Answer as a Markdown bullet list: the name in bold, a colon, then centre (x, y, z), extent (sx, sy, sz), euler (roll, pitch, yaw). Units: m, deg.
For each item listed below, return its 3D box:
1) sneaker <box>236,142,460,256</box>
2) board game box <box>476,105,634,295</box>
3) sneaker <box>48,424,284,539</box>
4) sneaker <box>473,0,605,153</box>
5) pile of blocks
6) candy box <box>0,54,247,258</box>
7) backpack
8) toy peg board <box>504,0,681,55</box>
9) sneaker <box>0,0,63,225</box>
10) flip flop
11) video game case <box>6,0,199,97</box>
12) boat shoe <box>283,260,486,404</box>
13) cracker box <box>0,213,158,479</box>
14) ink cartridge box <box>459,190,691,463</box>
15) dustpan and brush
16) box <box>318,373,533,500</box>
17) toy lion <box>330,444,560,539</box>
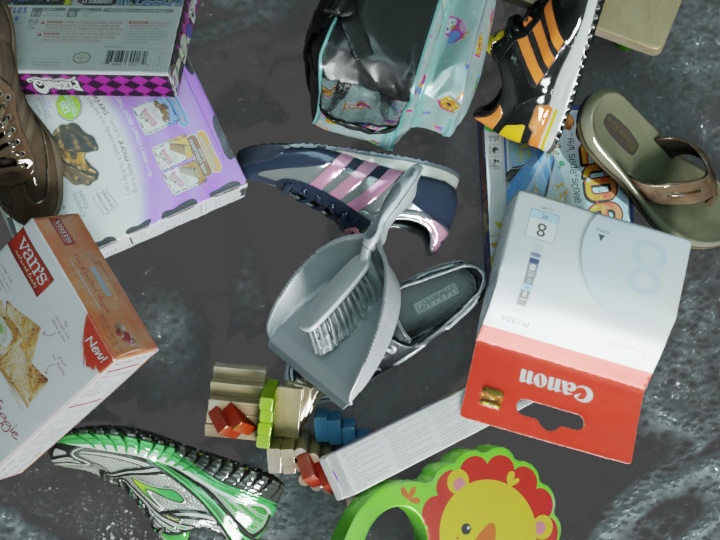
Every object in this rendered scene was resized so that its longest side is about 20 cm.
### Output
- **sneaker**: centre (-0.013, -0.063, 1.177), extent (0.199, 0.070, 0.082), euler (8, 81, -3)
- **board game box**: centre (0.178, -0.048, 1.211), extent (0.135, 0.034, 0.201), euler (-2, 84, -6)
- **sneaker**: centre (-0.170, 0.184, 1.131), extent (0.200, 0.078, 0.085), euler (20, 84, -3)
- **sneaker**: centre (0.152, -0.200, 1.138), extent (0.090, 0.070, 0.200), euler (17, 119, 8)
- **pile of blocks**: centre (-0.045, 0.146, 1.137), extent (0.200, 0.062, 0.082), euler (29, 105, -6)
- **candy box**: centre (-0.223, -0.104, 1.161), extent (0.200, 0.072, 0.168), euler (-24, 87, -8)
- **backpack**: centre (0.029, -0.194, 1.134), extent (0.153, 0.200, 0.176), euler (16, 75, -10)
- **toy peg board**: centre (0.210, -0.307, 1.223), extent (0.199, 0.098, 0.200), euler (22, 82, 9)
- **sneaker**: centre (-0.296, -0.124, 1.058), extent (0.070, 0.076, 0.200), euler (-12, 104, 13)
- **flip flop**: centre (0.275, -0.090, 1.190), extent (0.200, 0.058, 0.081), euler (41, 64, -21)
- **video game case**: centre (-0.237, -0.228, 1.136), extent (0.199, 0.036, 0.182), euler (2, 60, 9)
- **boat shoe**: centre (0.023, 0.052, 1.168), extent (0.200, 0.068, 0.072), euler (-28, 87, -7)
- **cracker box**: centre (-0.270, 0.066, 1.081), extent (0.200, 0.058, 0.134), euler (-40, 75, 28)
- **ink cartridge box**: centre (0.184, 0.047, 1.149), extent (0.160, 0.047, 0.200), euler (16, 74, -5)
- **dustpan and brush**: centre (0.000, 0.000, 1.133), extent (0.200, 0.140, 0.057), euler (-51, 132, -5)
- **box**: centre (0.059, 0.135, 1.143), extent (0.200, 0.039, 0.042), euler (-23, 85, -30)
- **toy lion**: centre (0.073, 0.235, 1.139), extent (0.200, 0.069, 0.192), euler (24, 77, -22)
